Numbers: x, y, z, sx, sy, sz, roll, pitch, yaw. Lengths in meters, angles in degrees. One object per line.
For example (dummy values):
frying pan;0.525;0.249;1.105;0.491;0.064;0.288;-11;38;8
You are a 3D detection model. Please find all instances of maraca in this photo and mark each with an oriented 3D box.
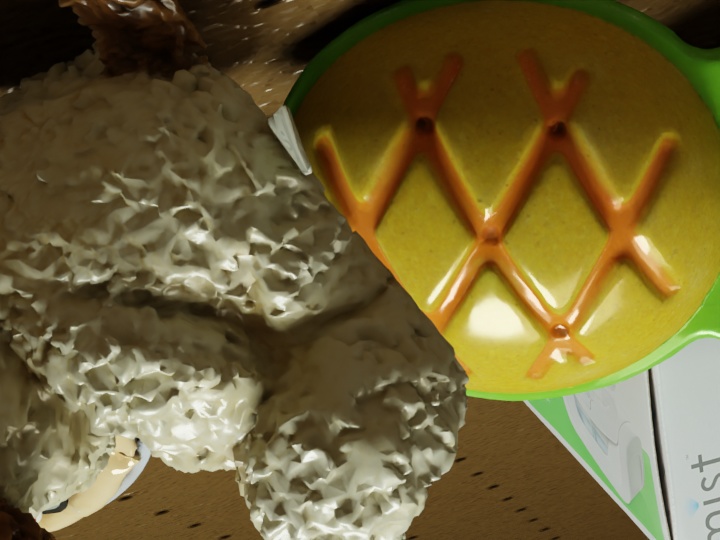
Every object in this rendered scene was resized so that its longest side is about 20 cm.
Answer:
maraca;0.068;-0.024;0.831;0.199;0.138;0.107;0;-160;9

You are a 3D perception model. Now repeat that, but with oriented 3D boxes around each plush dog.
plush dog;-0.093;0.015;0.736;0.172;0.200;0.161;-40;132;-7

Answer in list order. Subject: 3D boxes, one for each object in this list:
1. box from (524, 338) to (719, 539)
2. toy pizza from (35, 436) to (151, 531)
box;0.154;0.009;0.981;0.176;0.097;0.200;-15;-158;-12
toy pizza;-0.170;0.054;0.902;0.199;0.032;0.201;2;147;1
